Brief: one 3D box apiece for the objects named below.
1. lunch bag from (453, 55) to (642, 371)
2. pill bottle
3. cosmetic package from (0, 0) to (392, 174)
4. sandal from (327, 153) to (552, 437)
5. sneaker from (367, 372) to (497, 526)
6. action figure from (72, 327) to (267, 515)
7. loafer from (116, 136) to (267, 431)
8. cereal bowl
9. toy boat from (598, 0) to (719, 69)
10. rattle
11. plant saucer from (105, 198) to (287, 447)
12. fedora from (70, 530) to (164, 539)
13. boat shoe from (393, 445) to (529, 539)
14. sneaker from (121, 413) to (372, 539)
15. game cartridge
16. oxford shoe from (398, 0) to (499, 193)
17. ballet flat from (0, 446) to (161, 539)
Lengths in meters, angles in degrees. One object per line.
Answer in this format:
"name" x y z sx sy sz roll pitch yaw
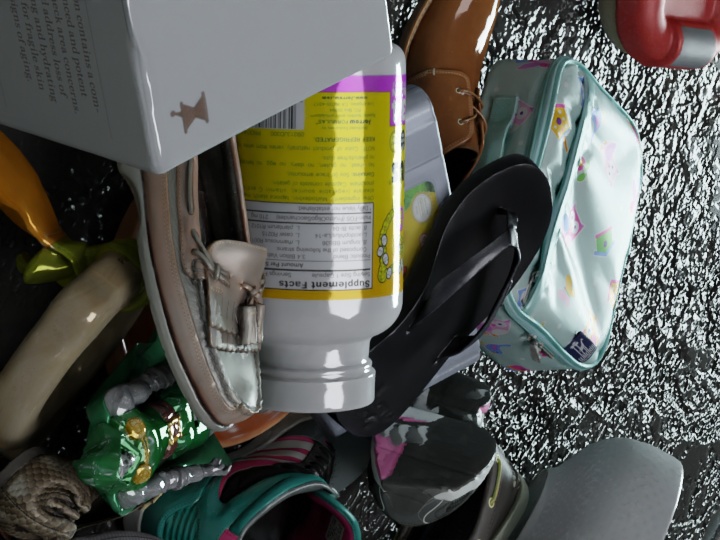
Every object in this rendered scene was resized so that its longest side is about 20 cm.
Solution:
"lunch bag" 0.122 -0.035 1.385 0.160 0.077 0.201 42 57 -52
"pill bottle" -0.027 -0.027 1.137 0.104 0.104 0.201 -7 102 -46
"cosmetic package" -0.117 -0.169 1.011 0.166 0.200 0.168 -30 125 -37
"sandal" 0.057 0.021 1.255 0.076 0.043 0.200 37 88 -39
"sneaker" 0.045 0.132 1.344 0.200 0.080 0.087 -48 156 -71
"action figure" -0.104 0.081 1.124 0.200 0.054 0.119 -37 120 -66
"loafer" -0.080 -0.019 1.072 0.072 0.063 0.201 11 61 -70
"cereal bowl" 0.147 0.203 1.482 0.201 0.083 0.200 -59 180 1
"toy boat" 0.256 -0.236 1.449 0.130 0.130 0.201 -3 106 -47
"rattle" -0.206 0.043 1.111 0.200 0.143 0.130 -52 -166 35
"plant saucer" -0.080 0.008 1.244 0.200 0.032 0.201 -19 117 -42
"fedora" -0.162 0.198 1.151 0.200 0.177 0.091 4 72 -45
"boat shoe" 0.047 0.205 1.428 0.202 0.072 0.061 -59 138 -26
"sneaker" -0.035 0.144 1.271 0.200 0.121 0.084 -18 120 -44
"game cartridge" 0.000 0.000 1.257 0.133 0.040 0.201 -25 122 -19
"oxford shoe" 0.058 -0.106 1.326 0.071 0.071 0.201 19 89 -47
"ballet flat" -0.143 0.123 1.133 0.067 0.046 0.200 -53 165 8
